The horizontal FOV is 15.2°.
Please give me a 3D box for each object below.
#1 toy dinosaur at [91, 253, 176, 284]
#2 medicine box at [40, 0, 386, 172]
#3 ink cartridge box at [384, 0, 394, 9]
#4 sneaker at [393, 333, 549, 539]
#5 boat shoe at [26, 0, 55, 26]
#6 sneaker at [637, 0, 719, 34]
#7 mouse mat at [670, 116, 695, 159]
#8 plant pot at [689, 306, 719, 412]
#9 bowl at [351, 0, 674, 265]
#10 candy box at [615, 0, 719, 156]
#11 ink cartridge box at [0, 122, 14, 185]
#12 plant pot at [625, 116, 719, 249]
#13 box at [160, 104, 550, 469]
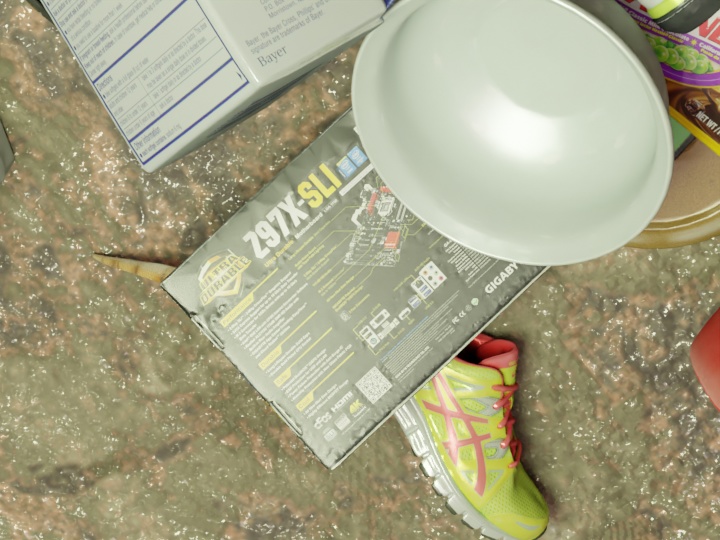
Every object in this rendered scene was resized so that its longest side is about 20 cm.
[{"bbox_3d":[-0.074,0.034,1.755,0.200,0.060,0.106,43,113,-10],"label":"toy dinosaur"},{"bbox_3d":[-0.107,-0.185,1.572,0.201,0.103,0.182,59,151,-1],"label":"medicine box"},{"bbox_3d":[-0.013,-0.248,1.582,0.120,0.042,0.200,-50,64,20],"label":"ink cartridge box"},{"bbox_3d":[0.074,0.088,1.748,0.090,0.078,0.201,-31,105,16],"label":"sneaker"},{"bbox_3d":[-0.150,-0.156,1.680,0.200,0.066,0.070,44,112,-11],"label":"boat shoe"},{"bbox_3d":[0.217,-0.227,1.559,0.083,0.072,0.200,43,77,-6],"label":"sneaker"},{"bbox_3d":[0.142,-0.157,1.645,0.200,0.008,0.161,39,112,-10],"label":"mouse mat"},{"bbox_3d":[0.330,0.049,1.632,0.200,0.201,0.183,39,109,-9],"label":"plant pot"},{"bbox_3d":[0.102,-0.108,1.602,0.200,0.091,0.202,14,133,16],"label":"bowl"},{"bbox_3d":[0.209,-0.140,1.625,0.200,0.026,0.102,38,110,-8],"label":"candy box"},{"bbox_3d":[-0.345,-0.083,1.694,0.199,0.146,0.148,-15,111,13],"label":"ink cartridge box"},{"bbox_3d":[0.182,-0.102,1.680,0.198,0.028,0.201,3,112,6],"label":"plant pot"},{"bbox_3d":[0.000,0.000,1.686,0.200,0.049,0.160,-43,90,-1],"label":"box"}]
